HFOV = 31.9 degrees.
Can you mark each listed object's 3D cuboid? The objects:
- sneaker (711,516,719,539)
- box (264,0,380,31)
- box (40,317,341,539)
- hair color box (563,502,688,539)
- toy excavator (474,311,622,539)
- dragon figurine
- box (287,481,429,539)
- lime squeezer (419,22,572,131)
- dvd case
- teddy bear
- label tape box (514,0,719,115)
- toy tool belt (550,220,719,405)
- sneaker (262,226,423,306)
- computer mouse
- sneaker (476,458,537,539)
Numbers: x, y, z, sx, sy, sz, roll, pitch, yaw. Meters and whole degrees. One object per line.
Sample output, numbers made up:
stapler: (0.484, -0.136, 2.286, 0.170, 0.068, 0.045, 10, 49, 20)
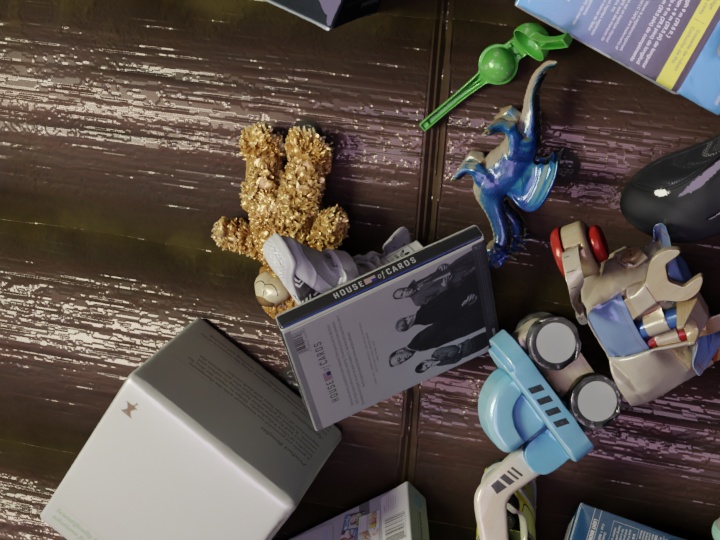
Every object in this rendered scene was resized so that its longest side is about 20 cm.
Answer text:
sneaker: (0.416, 0.185, 1.141, 0.197, 0.078, 0.142, -7, 103, 7)
box: (-0.015, -0.323, 1.062, 0.106, 0.148, 0.202, 25, 111, 7)
box: (-0.164, 0.201, 1.248, 0.198, 0.171, 0.201, 38, 112, 2)
hair color box: (0.288, 0.288, 1.183, 0.197, 0.100, 0.061, 18, 71, 10)
toy excavator: (0.149, 0.163, 1.154, 0.199, 0.100, 0.195, -37, 92, 1)
dragon figurine: (0.149, -0.093, 1.133, 0.099, 0.059, 0.201, 35, 116, 1)
box: (-0.020, 0.319, 1.255, 0.198, 0.157, 0.041, -29, 127, 20)
lime squeezer: (0.130, -0.178, 1.113, 0.037, 0.071, 0.199, 33, 149, -23)
dvd case: (0.030, 0.055, 1.144, 0.198, 0.025, 0.151, -24, 137, -8)
teddy bear: (-0.075, -0.043, 1.207, 0.143, 0.067, 0.203, 21, 110, 11)
label tape box: (0.250, -0.245, 1.059, 0.198, 0.066, 0.145, 29, 112, 3)
toy tool belt: (0.256, 0.018, 1.082, 0.121, 0.126, 0.201, -21, 127, 21)
sneaker: (0.000, 0.000, 1.156, 0.115, 0.075, 0.200, -44, 133, 3)
computer mouse: (0.314, -0.078, 1.071, 0.199, 0.053, 0.138, -29, 133, 27)
sneaker: (0.139, 0.291, 1.243, 0.074, 0.076, 0.203, -2, 106, 14)
